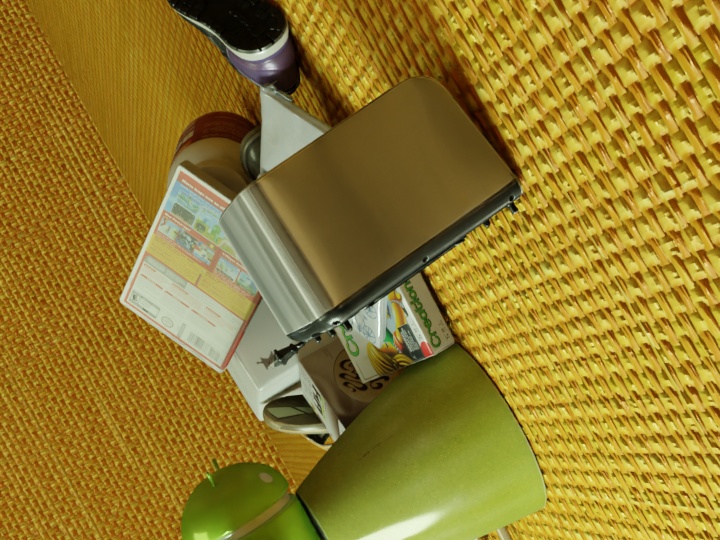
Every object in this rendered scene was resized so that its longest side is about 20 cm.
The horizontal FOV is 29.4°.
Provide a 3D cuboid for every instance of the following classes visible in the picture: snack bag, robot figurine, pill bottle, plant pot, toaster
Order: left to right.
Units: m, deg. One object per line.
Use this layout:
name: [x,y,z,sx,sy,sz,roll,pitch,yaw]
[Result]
pill bottle: [-0.161,-0.105,1.546,0.200,0.111,0.113,-99,-16,-70]
robot figurine: [-0.093,0.269,1.279,0.202,0.115,0.175,61,176,-3]
snack bag: [-0.036,-0.051,1.270,0.188,0.021,0.202,36,136,33]
toaster: [-0.005,-0.034,0.985,0.119,0.199,0.181,55,169,0]
plant pot: [0.044,0.197,1.308,0.188,0.198,0.188,56,167,20]

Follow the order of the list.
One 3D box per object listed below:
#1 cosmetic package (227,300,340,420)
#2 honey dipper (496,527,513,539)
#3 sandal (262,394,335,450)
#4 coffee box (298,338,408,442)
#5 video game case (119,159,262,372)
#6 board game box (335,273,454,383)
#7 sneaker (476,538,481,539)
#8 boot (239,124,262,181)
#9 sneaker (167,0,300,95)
cosmetic package: [-0.092,0.051,1.618,0.166,0.164,0.200,57,168,11]
honey dipper: [0.174,0.323,1.454,0.202,0.038,0.038,62,168,7]
sandal: [-0.023,0.183,1.597,0.080,0.198,0.055,29,109,51]
coffee box: [0.030,0.164,1.484,0.201,0.112,0.080,53,162,33]
video game case: [-0.167,-0.001,1.461,0.142,0.017,0.201,34,125,6]
board game box: [0.000,0.000,1.307,0.126,0.034,0.202,-28,89,54]
sneaker: [0.100,0.301,1.611,0.201,0.077,0.091,83,165,-49]
boot: [-0.039,-0.041,1.413,0.182,0.072,0.201,55,-178,-47]
sneaker: [-0.125,-0.232,1.330,0.200,0.075,0.088,50,170,40]
